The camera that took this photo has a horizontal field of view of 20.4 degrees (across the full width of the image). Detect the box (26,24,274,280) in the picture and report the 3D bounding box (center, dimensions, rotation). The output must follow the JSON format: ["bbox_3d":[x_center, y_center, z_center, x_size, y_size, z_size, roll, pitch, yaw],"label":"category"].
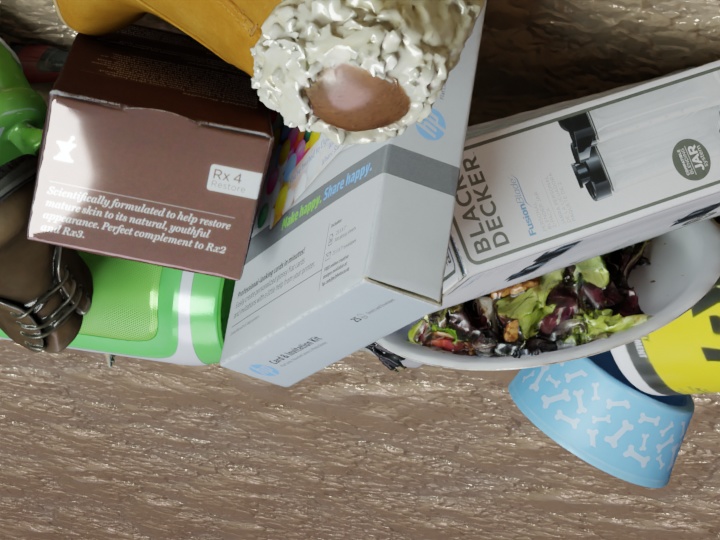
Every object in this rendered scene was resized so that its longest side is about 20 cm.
[{"bbox_3d":[-0.097,-0.063,0.955,0.100,0.075,0.200,11,-166,-6],"label":"box"}]

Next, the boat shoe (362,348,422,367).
[{"bbox_3d":[0.026,0.022,1.294,0.065,0.074,0.200,9,159,-10],"label":"boat shoe"}]

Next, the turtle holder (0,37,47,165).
[{"bbox_3d":[-0.242,-0.079,1.072,0.141,0.132,0.186,-34,174,0],"label":"turtle holder"}]

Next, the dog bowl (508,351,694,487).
[{"bbox_3d":[0.145,0.060,1.229,0.111,0.050,0.200,27,-164,-12],"label":"dog bowl"}]

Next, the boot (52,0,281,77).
[{"bbox_3d":[-0.066,-0.115,0.888,0.144,0.071,0.201,50,153,8],"label":"boot"}]

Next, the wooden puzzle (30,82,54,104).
[{"bbox_3d":[-0.142,-0.055,1.207,0.199,0.047,0.185,6,159,10],"label":"wooden puzzle"}]

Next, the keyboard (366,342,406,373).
[{"bbox_3d":[0.000,0.000,1.186,0.199,0.021,0.127,22,132,-12],"label":"keyboard"}]

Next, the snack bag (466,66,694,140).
[{"bbox_3d":[0.051,-0.054,1.037,0.188,0.022,0.200,-16,173,-30],"label":"snack bag"}]

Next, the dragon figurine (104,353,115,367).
[{"bbox_3d":[-0.111,0.020,1.280,0.099,0.059,0.200,8,-172,-1],"label":"dragon figurine"}]

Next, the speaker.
[{"bbox_3d":[-0.161,0.003,1.158,0.199,0.089,0.089,7,160,17],"label":"speaker"}]

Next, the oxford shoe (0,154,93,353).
[{"bbox_3d":[-0.168,-0.004,1.021,0.085,0.073,0.200,53,173,8],"label":"oxford shoe"}]

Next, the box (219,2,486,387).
[{"bbox_3d":[-0.001,-0.062,0.901,0.041,0.201,0.156,19,158,-21],"label":"box"}]

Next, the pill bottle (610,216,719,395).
[{"bbox_3d":[0.242,0.007,1.097,0.199,0.115,0.114,-7,154,37],"label":"pill bottle"}]

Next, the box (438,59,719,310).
[{"bbox_3d":[0.111,-0.041,0.959,0.199,0.060,0.117,-19,173,-16],"label":"box"}]

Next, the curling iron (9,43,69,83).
[{"bbox_3d":[-0.180,-0.108,1.112,0.199,0.026,0.050,4,156,16],"label":"curling iron"}]

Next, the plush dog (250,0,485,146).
[{"bbox_3d":[-0.008,-0.176,0.741,0.171,0.161,0.200,31,122,-15],"label":"plush dog"}]

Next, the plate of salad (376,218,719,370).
[{"bbox_3d":[0.094,-0.007,1.059,0.199,0.200,0.048,0,118,24],"label":"plate of salad"}]
